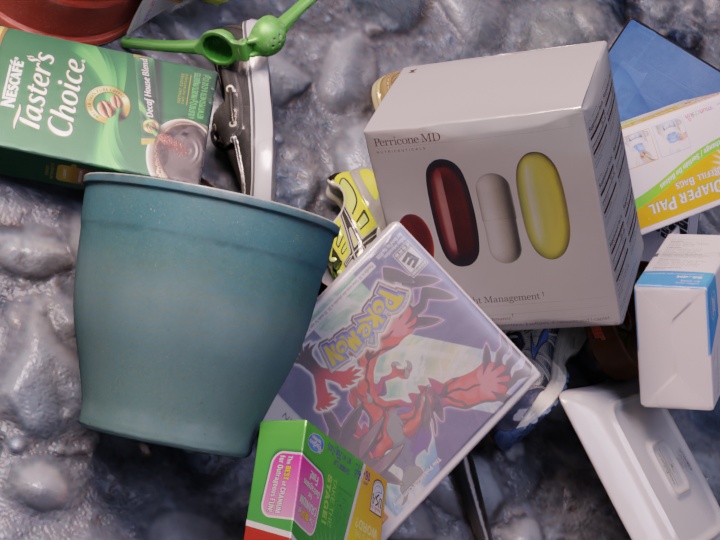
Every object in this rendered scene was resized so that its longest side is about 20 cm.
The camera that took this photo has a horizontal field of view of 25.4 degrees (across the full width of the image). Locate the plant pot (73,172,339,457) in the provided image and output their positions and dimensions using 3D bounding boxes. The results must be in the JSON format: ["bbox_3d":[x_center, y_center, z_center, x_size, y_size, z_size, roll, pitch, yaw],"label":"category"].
[{"bbox_3d":[-0.130,0.040,1.212,0.199,0.200,0.189,13,84,-26],"label":"plant pot"}]

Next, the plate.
[{"bbox_3d":[0.269,0.185,1.447,0.200,0.032,0.200,-4,63,-63],"label":"plate"}]

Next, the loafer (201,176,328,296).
[{"bbox_3d":[-0.094,-0.020,1.354,0.200,0.071,0.073,40,50,-7],"label":"loafer"}]

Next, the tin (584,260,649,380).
[{"bbox_3d":[0.259,0.049,1.515,0.200,0.042,0.113,5,63,-61],"label":"tin"}]

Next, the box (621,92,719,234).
[{"bbox_3d":[0.283,-0.099,1.564,0.199,0.112,0.102,-20,96,-20],"label":"box"}]

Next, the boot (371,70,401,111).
[{"bbox_3d":[0.114,-0.133,1.492,0.200,0.155,0.073,54,44,2],"label":"boot"}]

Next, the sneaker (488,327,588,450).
[{"bbox_3d":[0.145,0.083,1.458,0.085,0.077,0.200,36,42,-2],"label":"sneaker"}]

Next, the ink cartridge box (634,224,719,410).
[{"bbox_3d":[0.306,0.037,1.464,0.200,0.066,0.117,-40,127,-61],"label":"ink cartridge box"}]

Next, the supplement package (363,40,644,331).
[{"bbox_3d":[0.128,-0.068,1.373,0.147,0.190,0.201,-61,141,-57],"label":"supplement package"}]

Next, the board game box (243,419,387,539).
[{"bbox_3d":[-0.038,0.232,1.198,0.153,0.040,0.201,43,48,-55],"label":"board game box"}]

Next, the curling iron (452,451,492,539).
[{"bbox_3d":[0.092,0.149,1.398,0.026,0.049,0.201,18,60,-57],"label":"curling iron"}]

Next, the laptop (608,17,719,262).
[{"bbox_3d":[0.306,-0.115,1.637,0.187,0.116,0.201,27,53,-17],"label":"laptop"}]

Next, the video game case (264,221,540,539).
[{"bbox_3d":[0.022,0.093,1.324,0.200,0.023,0.182,-45,98,-9],"label":"video game case"}]

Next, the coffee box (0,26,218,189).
[{"bbox_3d":[-0.224,-0.127,1.317,0.199,0.044,0.124,12,59,-9],"label":"coffee box"}]

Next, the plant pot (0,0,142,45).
[{"bbox_3d":[-0.234,-0.327,1.355,0.200,0.195,0.202,15,58,-25],"label":"plant pot"}]

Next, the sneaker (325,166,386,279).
[{"bbox_3d":[0.000,0.000,1.417,0.076,0.076,0.201,4,60,0],"label":"sneaker"}]

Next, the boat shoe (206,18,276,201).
[{"bbox_3d":[-0.106,-0.132,1.422,0.056,0.069,0.201,-5,64,-1],"label":"boat shoe"}]

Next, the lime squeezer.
[{"bbox_3d":[-0.111,-0.213,1.407,0.199,0.038,0.071,-17,61,-5],"label":"lime squeezer"}]

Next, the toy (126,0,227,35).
[{"bbox_3d":[-0.121,-0.280,1.441,0.047,0.115,0.200,37,44,5],"label":"toy"}]
